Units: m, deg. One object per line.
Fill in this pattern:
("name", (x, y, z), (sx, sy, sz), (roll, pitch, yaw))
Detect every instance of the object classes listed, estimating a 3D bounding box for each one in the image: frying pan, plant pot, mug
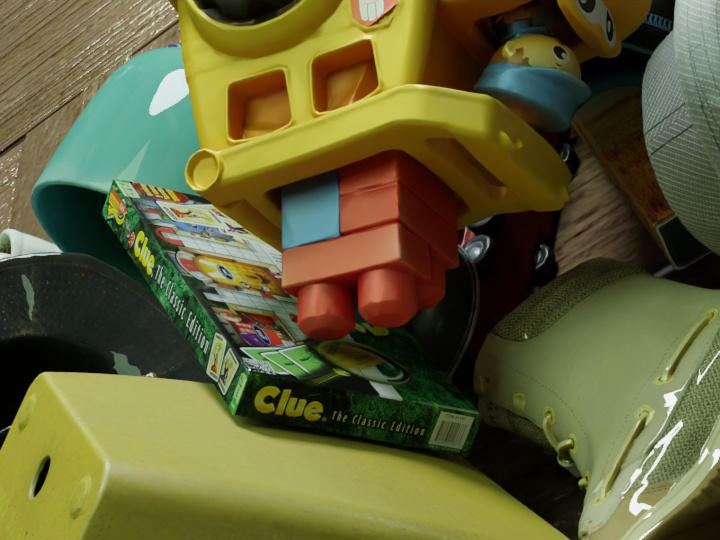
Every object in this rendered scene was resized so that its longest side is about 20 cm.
("frying pan", (0.013, -0.002, 0.874), (0.114, 0.031, 0.191), (-15, 48, 39))
("plant pot", (-0.056, 0.142, 0.682), (0.201, 0.175, 0.200), (-64, 23, 2))
("mug", (-0.070, -0.042, 0.996), (0.184, 0.152, 0.115), (17, 64, 31))

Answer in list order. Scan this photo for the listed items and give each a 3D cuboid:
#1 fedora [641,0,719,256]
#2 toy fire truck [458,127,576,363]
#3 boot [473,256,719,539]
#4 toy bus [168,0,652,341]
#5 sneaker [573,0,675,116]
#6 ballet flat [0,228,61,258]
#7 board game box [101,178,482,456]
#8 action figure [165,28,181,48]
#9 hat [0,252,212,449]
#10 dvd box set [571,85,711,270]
("fedora", (0.182, -0.059, 0.702), (0.090, 0.198, 0.179), (-33, 72, 57))
("toy fire truck", (0.025, 0.006, 0.920), (0.140, 0.049, 0.201), (-19, 43, 38))
("boot", (0.093, 0.081, 0.737), (0.155, 0.073, 0.201), (13, 64, 54))
("toy bus", (0.026, -0.070, 0.750), (0.198, 0.136, 0.194), (-17, 61, 24))
("sneaker", (0.152, -0.121, 0.824), (0.199, 0.073, 0.083), (-21, 54, 25))
("ballet flat", (-0.258, 0.059, 1.183), (0.069, 0.069, 0.201), (17, 69, 55))
("board game box", (-0.035, 0.015, 0.788), (0.024, 0.104, 0.200), (-67, 30, 15))
("action figure", (-0.097, -0.094, 1.155), (0.200, 0.069, 0.130), (-43, 28, 3))
("hat", (-0.148, 0.090, 0.886), (0.081, 0.198, 0.202), (104, 177, -50))
("dvd box set", (0.165, -0.096, 0.858), (0.145, 0.029, 0.201), (-31, 34, 5))
